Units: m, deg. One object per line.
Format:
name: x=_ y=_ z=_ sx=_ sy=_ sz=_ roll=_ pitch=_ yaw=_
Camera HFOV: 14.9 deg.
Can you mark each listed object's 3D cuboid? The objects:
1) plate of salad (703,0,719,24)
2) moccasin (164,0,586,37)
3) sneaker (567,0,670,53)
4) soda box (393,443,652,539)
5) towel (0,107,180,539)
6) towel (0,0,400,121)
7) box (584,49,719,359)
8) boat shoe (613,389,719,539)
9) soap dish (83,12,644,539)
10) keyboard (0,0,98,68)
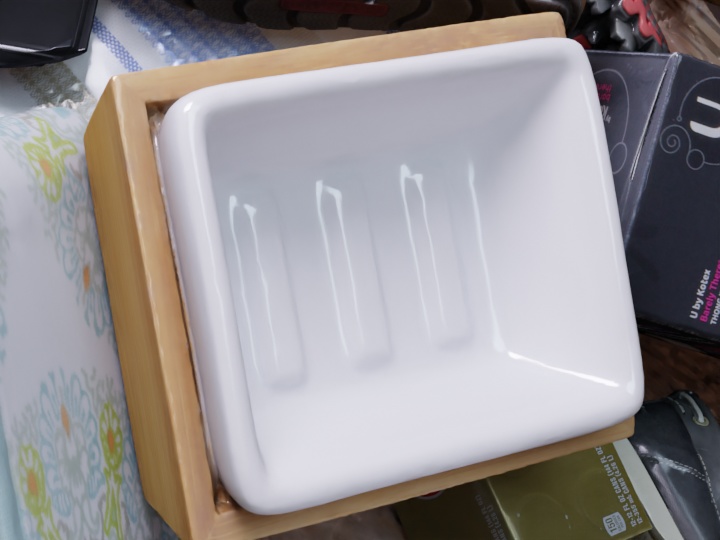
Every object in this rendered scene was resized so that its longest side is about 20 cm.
plate of salad: x=0.123 y=-0.185 z=1.187 sx=0.048 sy=0.200 sz=0.201 roll=-22 pitch=79 yaw=1
moccasin: x=-0.012 y=-0.135 z=1.013 sx=0.200 sy=0.074 sz=0.078 roll=4 pitch=64 yaw=-5
sneaker: x=0.072 y=-0.154 z=1.189 sx=0.201 sy=0.071 sz=0.098 roll=47 pitch=42 yaw=-14
soda box: x=0.033 y=0.030 z=1.078 sx=0.067 sy=0.064 sz=0.201 roll=-18 pitch=77 yaw=-36
towel: x=-0.112 y=0.051 z=0.902 sx=0.171 sy=0.048 sz=0.201 roll=-32 pitch=112 yaw=-76
towel: x=-0.070 y=-0.060 z=1.030 sx=0.200 sy=0.024 sz=0.147 roll=-41 pitch=83 yaw=-18
box: x=0.166 y=-0.014 z=1.131 sx=0.199 sy=0.122 sz=0.107 roll=17 pitch=88 yaw=-26
boat shoe: x=0.149 y=0.143 z=1.095 sx=0.067 sy=0.072 sz=0.201 roll=-15 pitch=75 yaw=-33
soap dish: x=0.000 y=0.000 z=0.957 sx=0.199 sy=0.081 sz=0.158 roll=-11 pitch=92 yaw=-37
keyboard: x=-0.153 y=-0.157 z=1.047 sx=0.126 sy=0.021 sz=0.201 roll=9 pitch=51 yaw=-4
